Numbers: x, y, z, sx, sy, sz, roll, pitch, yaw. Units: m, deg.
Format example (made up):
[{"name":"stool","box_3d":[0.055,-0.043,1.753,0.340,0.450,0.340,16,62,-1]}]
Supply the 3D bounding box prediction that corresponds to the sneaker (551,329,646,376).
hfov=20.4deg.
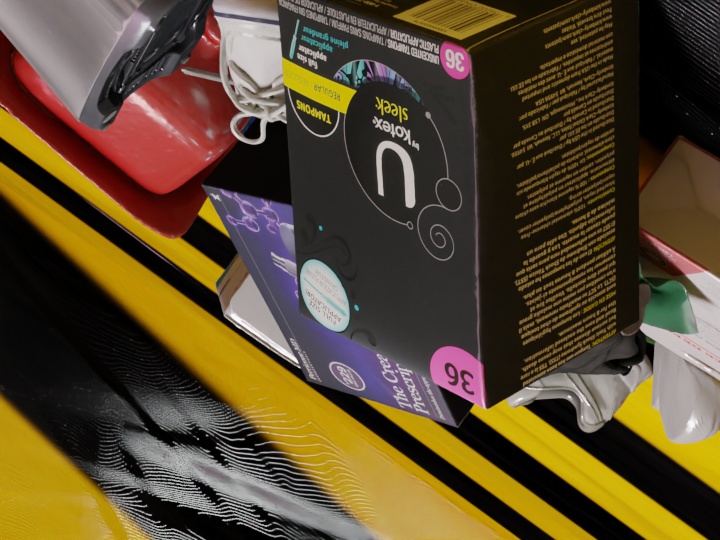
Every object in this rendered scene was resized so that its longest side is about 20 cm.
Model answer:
[{"name":"sneaker","box_3d":[0.152,0.047,1.397,0.090,0.076,0.200,10,-179,3]}]

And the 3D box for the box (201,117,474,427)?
[{"name":"box","box_3d":[0.000,0.000,1.341,0.141,0.079,0.201,17,146,39]}]

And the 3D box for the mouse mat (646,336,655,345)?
[{"name":"mouse mat","box_3d":[0.188,0.026,1.462,0.160,0.008,0.200,22,171,-9]}]

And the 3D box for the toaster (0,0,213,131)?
[{"name":"toaster","box_3d":[-0.153,-0.186,1.199,0.129,0.114,0.200,44,149,1]}]

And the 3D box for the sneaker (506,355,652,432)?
[{"name":"sneaker","box_3d":[0.134,0.057,1.624,0.199,0.100,0.078,35,170,8]}]

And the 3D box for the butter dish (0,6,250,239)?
[{"name":"butter dish","box_3d":[-0.125,-0.158,1.361,0.199,0.201,0.147,41,149,-26]}]

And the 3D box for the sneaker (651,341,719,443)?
[{"name":"sneaker","box_3d":[0.251,0.076,1.388,0.088,0.076,0.200,4,-175,5]}]

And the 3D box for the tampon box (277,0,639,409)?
[{"name":"tampon box","box_3d":[0.053,-0.059,1.051,0.150,0.126,0.201,25,129,43]}]

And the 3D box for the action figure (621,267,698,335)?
[{"name":"action figure","box_3d":[0.113,-0.005,1.217,0.118,0.055,0.200,47,171,-18]}]

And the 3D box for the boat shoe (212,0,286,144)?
[{"name":"boat shoe","box_3d":[-0.051,-0.118,1.214,0.074,0.087,0.202,12,179,7]}]

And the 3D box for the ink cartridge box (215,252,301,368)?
[{"name":"ink cartridge box","box_3d":[-0.046,-0.011,1.669,0.086,0.147,0.200,37,-178,-10]}]

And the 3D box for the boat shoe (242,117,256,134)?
[{"name":"boat shoe","box_3d":[-0.039,-0.055,1.493,0.201,0.084,0.069,61,-177,6]}]

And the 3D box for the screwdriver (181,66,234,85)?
[{"name":"screwdriver","box_3d":[-0.033,-0.114,1.339,0.199,0.028,0.029,10,-177,-41]}]

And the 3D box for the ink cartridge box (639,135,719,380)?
[{"name":"ink cartridge box","box_3d":[0.225,0.009,1.211,0.116,0.068,0.200,33,168,20]}]
